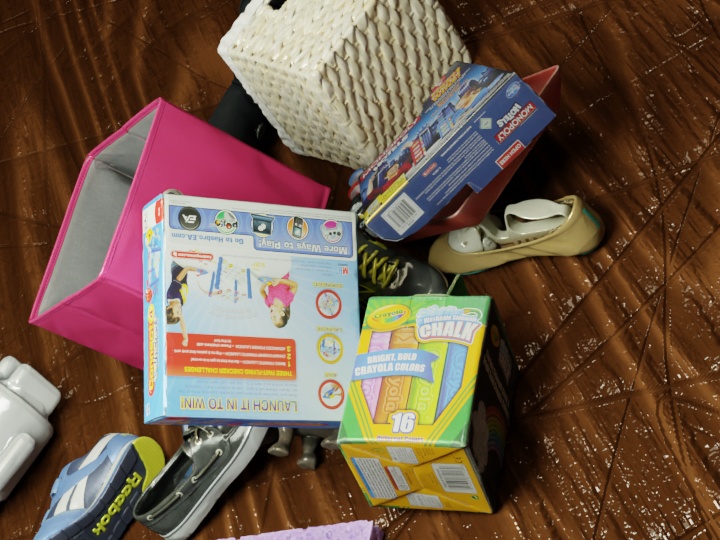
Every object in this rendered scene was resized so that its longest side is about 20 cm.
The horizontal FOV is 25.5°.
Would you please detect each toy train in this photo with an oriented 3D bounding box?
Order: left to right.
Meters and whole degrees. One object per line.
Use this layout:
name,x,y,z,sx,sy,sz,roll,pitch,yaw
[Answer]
toy train,0.007,-0.073,1.660,0.034,0.046,0.200,-49,8,11

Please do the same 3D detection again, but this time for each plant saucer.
plant saucer,0.112,-0.107,1.622,0.200,0.037,0.199,-54,18,-20

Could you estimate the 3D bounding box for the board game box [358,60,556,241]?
board game box,0.087,-0.127,1.559,0.200,0.062,0.200,-44,16,13

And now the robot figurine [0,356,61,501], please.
robot figurine,-0.419,0.194,1.760,0.169,0.113,0.201,12,62,54

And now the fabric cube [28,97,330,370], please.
fabric cube,-0.178,-0.016,1.564,0.199,0.198,0.198,-24,44,56

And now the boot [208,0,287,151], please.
boot,-0.131,-0.202,1.833,0.076,0.201,0.169,19,58,11

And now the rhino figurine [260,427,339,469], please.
rhino figurine,-0.055,0.147,1.567,0.198,0.060,0.088,-11,54,40

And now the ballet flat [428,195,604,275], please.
ballet flat,0.144,-0.043,1.575,0.198,0.063,0.069,-10,49,31

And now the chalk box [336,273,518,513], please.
chalk box,0.067,0.101,1.448,0.122,0.125,0.202,-1,53,20

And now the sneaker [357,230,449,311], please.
sneaker,0.000,0.000,1.619,0.199,0.085,0.075,19,78,39

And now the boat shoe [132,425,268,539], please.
boat shoe,-0.153,0.181,1.571,0.201,0.056,0.069,-56,34,9

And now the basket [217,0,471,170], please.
basket,-0.012,-0.239,1.769,0.160,0.200,0.199,25,72,40

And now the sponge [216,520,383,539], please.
sponge,-0.076,0.297,1.475,0.198,0.030,0.113,-12,49,28

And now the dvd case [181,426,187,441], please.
dvd case,-0.131,0.078,1.654,0.201,0.017,0.143,-51,32,22

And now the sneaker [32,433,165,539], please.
sneaker,-0.288,0.251,1.647,0.082,0.074,0.200,18,60,46

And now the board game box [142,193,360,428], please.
board game box,-0.097,0.040,1.442,0.056,0.198,0.199,-22,66,59
